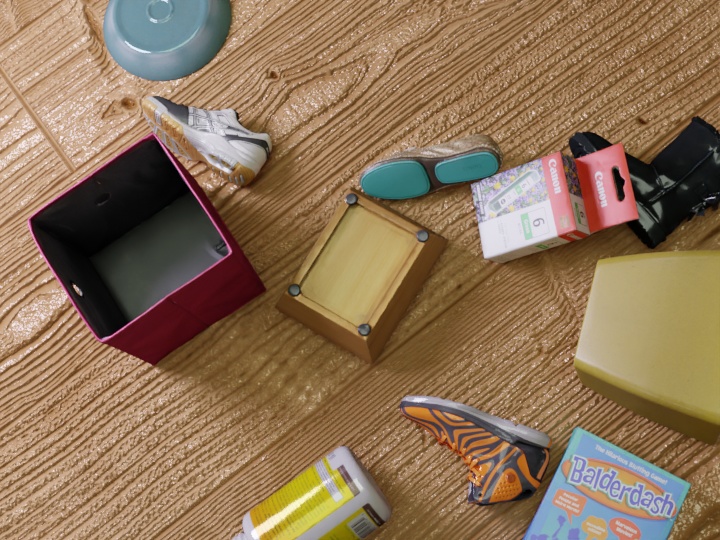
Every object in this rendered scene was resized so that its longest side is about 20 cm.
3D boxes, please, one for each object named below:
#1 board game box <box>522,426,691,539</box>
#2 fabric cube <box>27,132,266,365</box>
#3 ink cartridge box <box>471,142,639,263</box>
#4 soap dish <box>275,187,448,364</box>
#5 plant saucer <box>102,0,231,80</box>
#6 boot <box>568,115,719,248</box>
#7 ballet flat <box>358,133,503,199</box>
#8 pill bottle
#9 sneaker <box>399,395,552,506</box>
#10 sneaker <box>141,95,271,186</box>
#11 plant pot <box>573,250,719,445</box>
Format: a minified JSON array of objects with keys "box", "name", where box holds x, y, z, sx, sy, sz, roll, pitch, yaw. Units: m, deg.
[{"box":[0.292,0.317,1.142,0.152,0.045,0.200,25,79,12],"name":"board game box"},{"box":[-0.271,-0.019,1.211,0.200,0.199,0.196,-35,76,-3],"name":"fabric cube"},{"box":[0.247,-0.090,1.200,0.200,0.050,0.109,-19,72,34],"name":"ink cartridge box"},{"box":[0.000,0.000,1.236,0.157,0.081,0.200,30,80,13],"name":"soap dish"},{"box":[-0.295,-0.383,1.390,0.200,0.036,0.200,-1,76,6],"name":"plant saucer"},{"box":[0.397,-0.143,1.232,0.162,0.073,0.198,-38,82,-1],"name":"boot"},{"box":[0.097,-0.144,1.273,0.200,0.071,0.065,-7,36,15],"name":"ballet flat"},{"box":[-0.069,0.316,1.150,0.200,0.109,0.109,-35,75,-3],"name":"pill bottle"},{"box":[0.134,0.231,1.165,0.200,0.078,0.112,17,77,10],"name":"sneaker"},{"box":[-0.216,-0.200,1.326,0.200,0.076,0.088,33,66,10],"name":"sneaker"},{"box":[0.364,0.082,1.127,0.176,0.200,0.200,12,77,21],"name":"plant pot"}]
